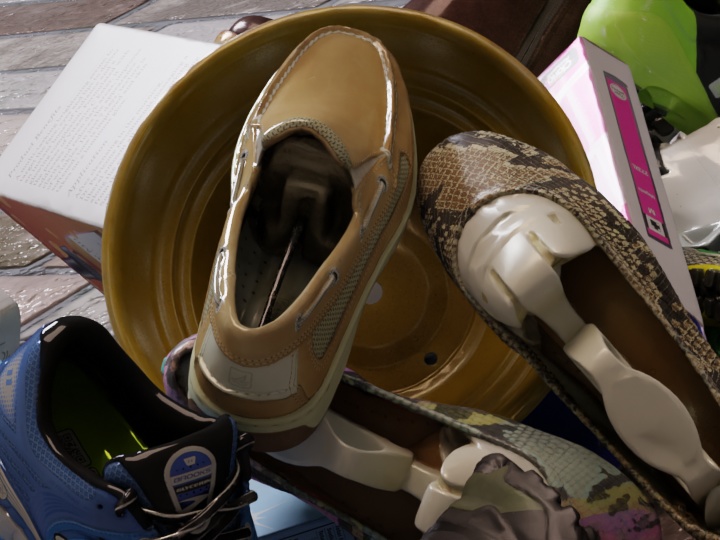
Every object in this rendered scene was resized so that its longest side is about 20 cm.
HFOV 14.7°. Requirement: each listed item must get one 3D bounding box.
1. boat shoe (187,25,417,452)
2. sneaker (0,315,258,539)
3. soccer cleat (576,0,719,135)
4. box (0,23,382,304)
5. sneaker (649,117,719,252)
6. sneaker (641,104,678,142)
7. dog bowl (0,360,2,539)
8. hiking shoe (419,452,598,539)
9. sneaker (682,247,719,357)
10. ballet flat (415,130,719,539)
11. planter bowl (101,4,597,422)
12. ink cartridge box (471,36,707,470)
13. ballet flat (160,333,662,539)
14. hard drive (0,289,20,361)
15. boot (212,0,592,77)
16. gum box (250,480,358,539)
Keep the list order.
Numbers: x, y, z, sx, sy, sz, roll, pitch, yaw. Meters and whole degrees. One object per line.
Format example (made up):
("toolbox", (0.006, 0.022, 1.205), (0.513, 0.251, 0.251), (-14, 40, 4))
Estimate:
("boat shoe", (-0.017, -0.030, 1.034), (0.071, 0.076, 0.200), (6, 47, 3))
("sneaker", (-0.068, 0.101, 0.969), (0.078, 0.200, 0.089), (-25, -20, -37))
("soccer cleat", (0.178, -0.092, 1.343), (0.067, 0.081, 0.200), (20, -7, 44))
("box", (-0.064, -0.024, 1.326), (0.106, 0.152, 0.200), (-55, 28, -11))
("sneaker", (0.147, -0.029, 1.292), (0.199, 0.074, 0.089), (3, 57, 28))
("sneaker", (0.085, -0.045, 1.438), (0.200, 0.079, 0.089), (-27, -17, 0))
("dog bowl", (-0.157, 0.096, 1.054), (0.111, 0.050, 0.200), (-17, 49, -24))
("hiking shoe", (0.065, 0.143, 0.916), (0.101, 0.076, 0.200), (-44, 30, -2))
("sneaker", (0.142, 0.025, 1.202), (0.085, 0.078, 0.200), (-5, 10, -31))
("ballet flat", (0.089, 0.025, 1.039), (0.068, 0.200, 0.075), (-43, -9, 15))
("planter bowl", (0.000, 0.000, 1.142), (0.200, 0.201, 0.083), (-15, -18, 2))
("ink cartridge box", (0.088, -0.001, 1.167), (0.095, 0.037, 0.200), (-44, 36, 28))
("ballet flat", (0.013, 0.074, 1.037), (0.200, 0.069, 0.071), (23, 4, 13))
("hard drive", (-0.226, 0.100, 1.183), (0.027, 0.132, 0.200), (32, 43, 26))
("boot", (0.043, -0.122, 1.352), (0.167, 0.200, 0.072), (-66, 14, -10))
("gum box", (-0.066, 0.104, 1.162), (0.199, 0.045, 0.170), (-17, 17, -6))
